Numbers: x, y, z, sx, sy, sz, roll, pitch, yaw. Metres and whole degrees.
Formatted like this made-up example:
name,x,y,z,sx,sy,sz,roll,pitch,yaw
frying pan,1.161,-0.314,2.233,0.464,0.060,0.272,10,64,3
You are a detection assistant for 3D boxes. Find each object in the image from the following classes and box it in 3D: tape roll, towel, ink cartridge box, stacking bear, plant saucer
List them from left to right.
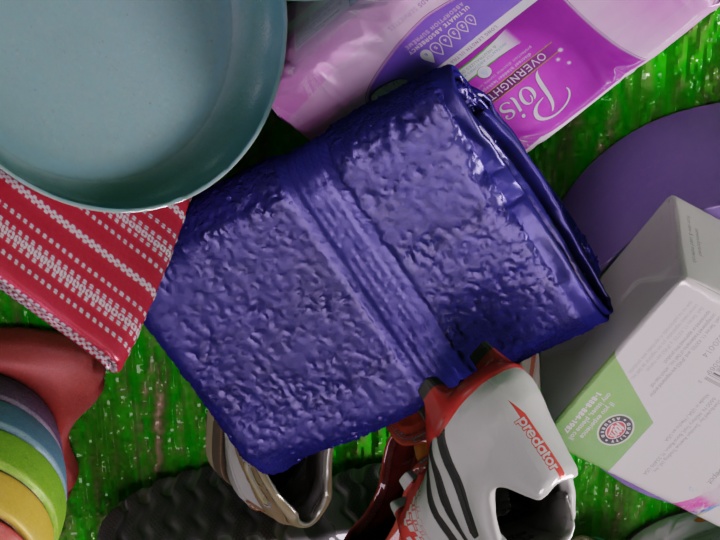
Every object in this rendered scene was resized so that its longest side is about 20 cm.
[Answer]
name,x,y,z,sx,sy,sz,roll,pitch,yaw
stacking bear,-0.199,0.134,1.344,0.113,0.201,0.122,13,128,-10
towel,-0.130,-0.072,1.190,0.144,0.201,0.022,38,142,-27
plant saucer,-0.120,-0.122,1.167,0.200,0.201,0.027,37,151,-25
towel,0.000,0.000,1.241,0.199,0.050,0.148,-26,111,20
tape roll,0.192,0.020,1.328,0.198,0.085,0.201,0,129,0
ink cartridge box,0.198,0.063,1.265,0.199,0.068,0.117,27,123,-18

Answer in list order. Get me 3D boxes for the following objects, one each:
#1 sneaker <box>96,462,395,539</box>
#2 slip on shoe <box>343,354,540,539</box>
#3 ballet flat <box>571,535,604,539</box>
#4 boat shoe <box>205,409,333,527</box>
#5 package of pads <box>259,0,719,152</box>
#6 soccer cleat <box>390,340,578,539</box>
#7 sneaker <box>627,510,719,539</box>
name,x,y,z,sx,sy,sz,roll,pitch,yaw
sneaker,-0.044,0.158,1.441,0.198,0.075,0.082,-2,127,1
slip on shoe,0.045,0.078,1.355,0.061,0.074,0.201,17,107,-16
ballet flat,0.102,0.234,1.493,0.067,0.068,0.201,-23,139,-32
boat shoe,-0.040,0.047,1.344,0.074,0.068,0.201,-29,140,-23
package of pads,0.061,-0.118,1.225,0.200,0.076,0.120,-37,118,26
soccer cleat,0.063,0.110,1.245,0.068,0.085,0.200,-31,156,-18
sneaker,0.226,0.152,1.426,0.076,0.092,0.200,36,120,-25
